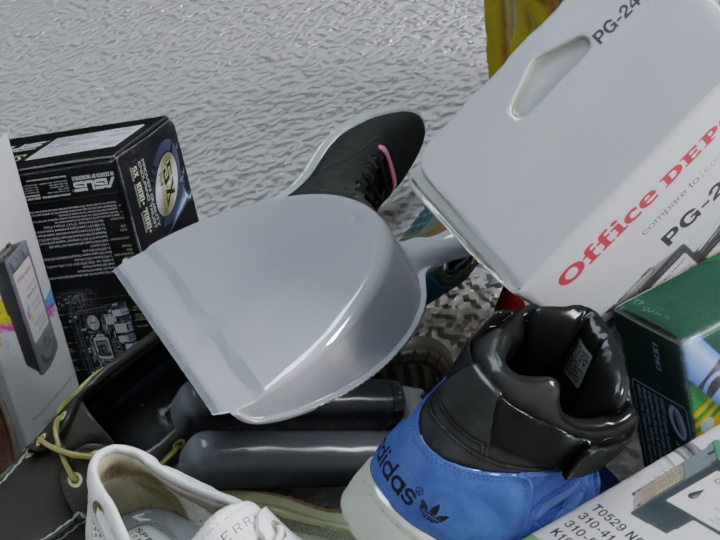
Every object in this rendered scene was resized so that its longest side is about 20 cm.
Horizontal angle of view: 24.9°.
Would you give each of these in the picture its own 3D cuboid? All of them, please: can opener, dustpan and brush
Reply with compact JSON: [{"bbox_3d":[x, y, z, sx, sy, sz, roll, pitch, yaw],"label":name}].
[{"bbox_3d":[0.002,0.084,0.783,0.198,0.067,0.053,5,54,-31],"label":"can opener"},{"bbox_3d":[0.000,0.000,0.769,0.199,0.058,0.140,-31,41,-11],"label":"dustpan and brush"}]

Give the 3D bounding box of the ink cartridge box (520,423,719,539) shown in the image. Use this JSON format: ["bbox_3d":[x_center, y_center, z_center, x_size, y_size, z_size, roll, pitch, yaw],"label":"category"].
[{"bbox_3d":[0.150,0.138,0.608,0.198,0.085,0.146,-27,38,-21],"label":"ink cartridge box"}]

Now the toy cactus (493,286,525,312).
[{"bbox_3d":[0.159,-0.041,0.886,0.198,0.167,0.102,-6,0,31],"label":"toy cactus"}]

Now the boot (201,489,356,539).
[{"bbox_3d":[-0.048,0.170,0.696,0.198,0.073,0.155,-2,32,25],"label":"boot"}]

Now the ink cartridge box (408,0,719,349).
[{"bbox_3d":[0.134,-0.038,0.740,0.145,0.199,0.084,-46,57,10],"label":"ink cartridge box"}]

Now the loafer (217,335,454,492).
[{"bbox_3d":[-0.046,0.076,0.870,0.198,0.076,0.068,-20,32,-6],"label":"loafer"}]

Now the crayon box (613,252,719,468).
[{"bbox_3d":[0.216,0.036,0.741,0.198,0.127,0.051,-26,29,-20],"label":"crayon box"}]

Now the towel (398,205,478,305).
[{"bbox_3d":[0.044,-0.019,0.915,0.147,0.022,0.200,-51,7,-26],"label":"towel"}]

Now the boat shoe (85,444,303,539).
[{"bbox_3d":[-0.049,0.125,0.633,0.070,0.070,0.199,-32,37,-34],"label":"boat shoe"}]

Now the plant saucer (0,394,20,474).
[{"bbox_3d":[-0.270,0.112,0.834,0.198,0.203,0.037,-18,-6,-5],"label":"plant saucer"}]

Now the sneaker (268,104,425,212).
[{"bbox_3d":[0.000,-0.040,1.086,0.099,0.071,0.200,16,46,44],"label":"sneaker"}]

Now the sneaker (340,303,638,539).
[{"bbox_3d":[0.084,0.072,0.679,0.199,0.112,0.077,14,29,-52],"label":"sneaker"}]

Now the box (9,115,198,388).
[{"bbox_3d":[-0.195,0.009,0.975,0.197,0.166,0.086,-7,18,19],"label":"box"}]

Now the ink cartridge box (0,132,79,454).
[{"bbox_3d":[-0.247,0.040,0.904,0.146,0.202,0.086,-9,18,15],"label":"ink cartridge box"}]

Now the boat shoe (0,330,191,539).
[{"bbox_3d":[-0.121,0.082,0.792,0.201,0.061,0.072,-38,54,-16],"label":"boat shoe"}]

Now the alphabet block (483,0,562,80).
[{"bbox_3d":[0.207,-0.164,1.027,0.198,0.199,0.195,-15,22,-23],"label":"alphabet block"}]
